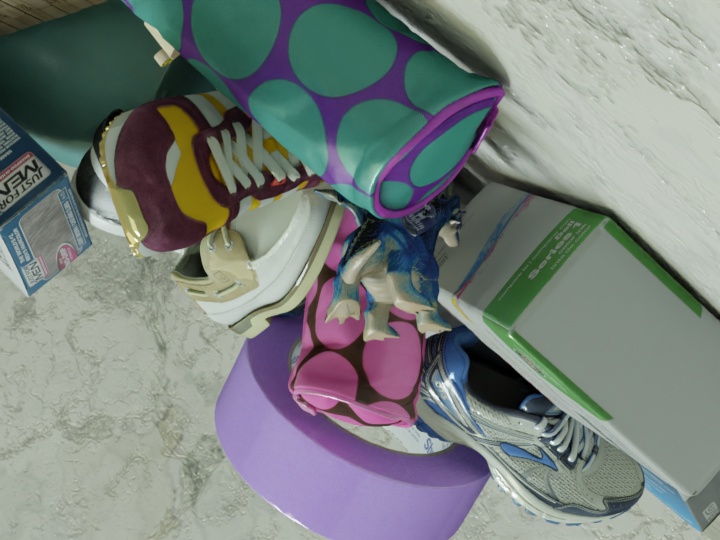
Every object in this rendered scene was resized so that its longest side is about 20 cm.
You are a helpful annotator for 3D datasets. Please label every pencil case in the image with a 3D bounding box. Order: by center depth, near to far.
[{"bbox_3d":[-0.027,-0.109,0.771,0.200,0.085,0.092,42,-146,22],"label":"pencil case"},{"bbox_3d":[0.000,0.000,1.032,0.093,0.201,0.091,4,169,8],"label":"pencil case"}]

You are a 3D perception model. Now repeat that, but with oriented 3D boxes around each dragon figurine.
[{"bbox_3d":[0.011,-0.021,0.846,0.200,0.059,0.100,32,-129,-68],"label":"dragon figurine"}]

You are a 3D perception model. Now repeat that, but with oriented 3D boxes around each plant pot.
[{"bbox_3d":[-0.168,-0.157,1.133,0.161,0.201,0.201,29,174,23],"label":"plant pot"}]

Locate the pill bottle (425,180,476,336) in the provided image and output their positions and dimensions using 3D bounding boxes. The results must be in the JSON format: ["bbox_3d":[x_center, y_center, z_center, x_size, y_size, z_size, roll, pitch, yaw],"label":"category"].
[{"bbox_3d":[0.038,-0.015,1.185,0.120,0.120,0.200,41,178,-12],"label":"pill bottle"}]

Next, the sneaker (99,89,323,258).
[{"bbox_3d":[-0.061,-0.064,0.816,0.200,0.090,0.075,-54,-52,-67],"label":"sneaker"}]

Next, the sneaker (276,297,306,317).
[{"bbox_3d":[-0.054,-0.068,1.159,0.077,0.201,0.085,3,166,-9],"label":"sneaker"}]

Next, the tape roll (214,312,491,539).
[{"bbox_3d":[-0.001,0.111,1.146,0.200,0.066,0.200,21,-153,-11],"label":"tape roll"}]

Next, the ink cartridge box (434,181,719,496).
[{"bbox_3d":[0.128,0.032,0.919,0.145,0.084,0.200,41,178,-16],"label":"ink cartridge box"}]

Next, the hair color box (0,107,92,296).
[{"bbox_3d":[-0.269,-0.084,1.054,0.200,0.061,0.100,43,162,19],"label":"hair color box"}]

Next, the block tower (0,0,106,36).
[{"bbox_3d":[-0.201,-0.194,1.006,0.058,0.200,0.054,19,-119,-60],"label":"block tower"}]

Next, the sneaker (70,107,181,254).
[{"bbox_3d":[-0.082,-0.051,1.050,0.200,0.073,0.112,13,149,-20],"label":"sneaker"}]

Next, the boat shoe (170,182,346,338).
[{"bbox_3d":[-0.064,-0.015,0.972,0.068,0.075,0.200,26,149,-11],"label":"boat shoe"}]

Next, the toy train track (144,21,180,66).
[{"bbox_3d":[-0.101,-0.122,0.934,0.115,0.033,0.200,52,-177,3],"label":"toy train track"}]

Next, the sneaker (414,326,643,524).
[{"bbox_3d":[0.117,0.103,1.074,0.200,0.077,0.085,30,141,-15],"label":"sneaker"}]

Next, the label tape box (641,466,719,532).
[{"bbox_3d":[0.196,0.088,1.176,0.144,0.063,0.200,40,171,44],"label":"label tape box"}]
